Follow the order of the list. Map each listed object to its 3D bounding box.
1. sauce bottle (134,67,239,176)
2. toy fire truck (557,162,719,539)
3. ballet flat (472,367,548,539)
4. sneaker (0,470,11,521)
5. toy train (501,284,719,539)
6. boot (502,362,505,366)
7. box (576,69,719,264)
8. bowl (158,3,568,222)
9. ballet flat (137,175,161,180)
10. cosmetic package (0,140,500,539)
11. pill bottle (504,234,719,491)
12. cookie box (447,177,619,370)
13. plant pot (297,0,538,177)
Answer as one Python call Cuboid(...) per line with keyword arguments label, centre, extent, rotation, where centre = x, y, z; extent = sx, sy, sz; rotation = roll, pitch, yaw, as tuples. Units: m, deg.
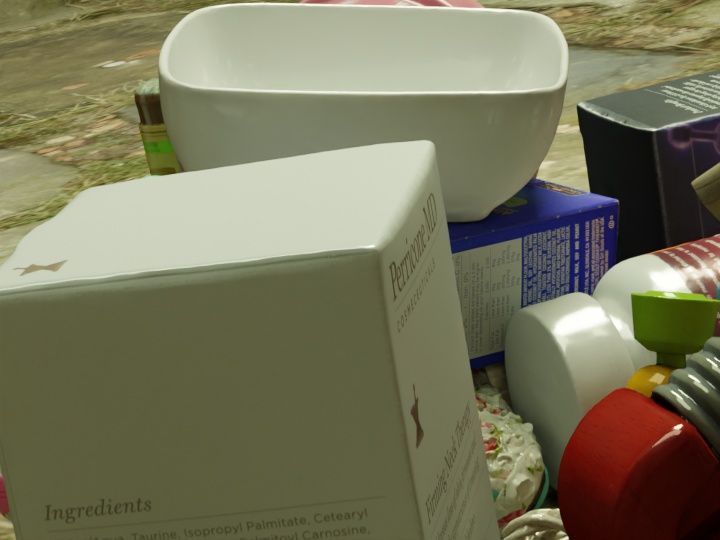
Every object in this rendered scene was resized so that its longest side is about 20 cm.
Cuboid(label="sauce bottle", centre=(-0.073, -0.011, 1.306), extent=(0.064, 0.201, 0.065), rotation=(-12, 11, 2))
Cuboid(label="toy fire truck", centre=(0.146, 0.044, 0.890), extent=(0.176, 0.200, 0.129), rotation=(-39, 19, -5))
Cuboid(label="ballet flat", centre=(0.033, 0.072, 1.166), extent=(0.064, 0.076, 0.200), rotation=(26, 2, -20))
Cuboid(label="sneaker", centre=(-0.089, 0.082, 1.208), extent=(0.200, 0.082, 0.088), rotation=(-19, 16, -30))
Cuboid(label="toy train", centre=(0.126, 0.060, 1.006), extent=(0.200, 0.116, 0.085), rotation=(-1, 6, -38))
Cuboid(label="boot", centre=(0.029, 0.023, 1.372), extent=(0.199, 0.073, 0.182), rotation=(2, 4, 18))
Cuboid(label="box", centre=(0.234, -0.036, 1.311), extent=(0.199, 0.148, 0.104), rotation=(-15, 16, -15))
Cuboid(label="bowl", centre=(0.002, -0.079, 1.183), extent=(0.199, 0.075, 0.200), rotation=(2, 19, 2))
Cuboid(label="ballet flat", centre=(-0.143, 0.043, 1.270), extent=(0.200, 0.072, 0.072), rotation=(-51, 2, 20))
Cuboid(label="cosmetic package", centre=(-0.044, 0.071, 0.982), extent=(0.166, 0.201, 0.167), rotation=(-7, 16, 12))
Cuboid(label="pill bottle", centre=(0.177, 0.038, 1.143), extent=(0.199, 0.110, 0.110), rotation=(-14, 15, -17))
Cuboid(label="cookie box", centre=(0.000, 0.000, 1.194), extent=(0.200, 0.075, 0.171), rotation=(-13, 19, -35))
Cuboid(label="plant pot", centre=(-0.006, -0.083, 1.501), extent=(0.199, 0.201, 0.179), rotation=(-3, 7, 24))
